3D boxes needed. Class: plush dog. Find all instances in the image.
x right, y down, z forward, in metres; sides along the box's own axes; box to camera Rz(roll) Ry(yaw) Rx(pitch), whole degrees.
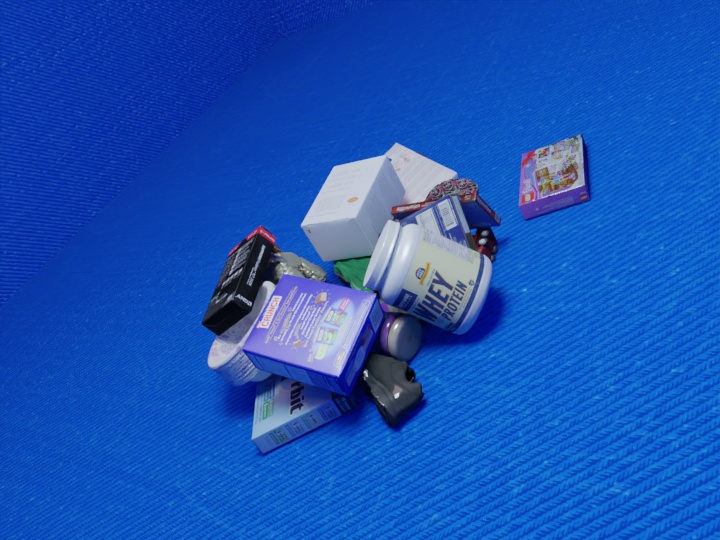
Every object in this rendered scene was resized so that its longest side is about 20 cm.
[{"bbox_3d":[-0.186,0.048,1.629,0.174,0.159,0.200,-55,-5,19],"label":"plush dog"}]

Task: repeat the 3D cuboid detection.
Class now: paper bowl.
[{"bbox_3d":[-0.199,0.132,1.453,0.200,0.104,0.202,-44,20,21],"label":"paper bowl"}]

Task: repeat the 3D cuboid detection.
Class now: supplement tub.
[{"bbox_3d":[0.116,0.009,1.300,0.145,0.196,0.148,-158,90,-85],"label":"supplement tub"}]

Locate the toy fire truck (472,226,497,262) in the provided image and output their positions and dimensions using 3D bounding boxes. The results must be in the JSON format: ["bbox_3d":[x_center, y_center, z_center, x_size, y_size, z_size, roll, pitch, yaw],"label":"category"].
[{"bbox_3d":[0.197,-0.033,1.474,0.138,0.049,0.202,-13,36,34],"label":"toy fire truck"}]

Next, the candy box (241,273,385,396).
[{"bbox_3d":[-0.080,0.107,1.298,0.195,0.078,0.172,13,58,25],"label":"candy box"}]

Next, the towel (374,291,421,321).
[{"bbox_3d":[0.085,0.055,1.482,0.141,0.023,0.201,-28,30,8],"label":"towel"}]

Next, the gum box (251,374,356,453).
[{"bbox_3d":[-0.105,0.228,1.388,0.197,0.045,0.171,-29,28,11],"label":"gum box"}]

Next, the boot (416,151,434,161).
[{"bbox_3d":[0.078,-0.216,1.855,0.182,0.065,0.202,3,47,28],"label":"boot"}]

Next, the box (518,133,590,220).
[{"bbox_3d":[0.396,-0.194,1.527,0.134,0.040,0.202,-17,33,27],"label":"box"}]

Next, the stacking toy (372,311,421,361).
[{"bbox_3d":[0.017,0.102,1.384,0.197,0.087,0.086,15,53,42],"label":"stacking toy"}]

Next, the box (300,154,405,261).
[{"bbox_3d":[-0.012,-0.133,1.608,0.149,0.107,0.203,-6,43,35],"label":"box"}]

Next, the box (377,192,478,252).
[{"bbox_3d":[0.125,-0.052,1.426,0.198,0.124,0.032,-26,-8,41],"label":"box"}]

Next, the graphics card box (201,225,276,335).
[{"bbox_3d":[-0.243,0.019,1.502,0.125,0.050,0.203,-34,30,39],"label":"graphics card box"}]

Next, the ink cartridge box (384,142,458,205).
[{"bbox_3d":[0.110,-0.201,1.750,0.198,0.051,0.161,31,66,36],"label":"ink cartridge box"}]

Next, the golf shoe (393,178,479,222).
[{"bbox_3d":[0.169,-0.130,1.602,0.197,0.092,0.074,-27,64,18],"label":"golf shoe"}]

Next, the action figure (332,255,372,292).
[{"bbox_3d":[0.000,0.000,1.568,0.118,0.055,0.198,-44,35,-16],"label":"action figure"}]

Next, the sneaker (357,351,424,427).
[{"bbox_3d":[0.045,0.185,1.289,0.089,0.077,0.200,-30,37,-9],"label":"sneaker"}]

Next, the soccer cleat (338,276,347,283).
[{"bbox_3d":[0.012,-0.050,1.684,0.067,0.073,0.204,8,64,33],"label":"soccer cleat"}]

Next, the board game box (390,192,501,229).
[{"bbox_3d":[0.166,-0.107,1.460,0.196,0.102,0.020,-5,60,40],"label":"board game box"}]
